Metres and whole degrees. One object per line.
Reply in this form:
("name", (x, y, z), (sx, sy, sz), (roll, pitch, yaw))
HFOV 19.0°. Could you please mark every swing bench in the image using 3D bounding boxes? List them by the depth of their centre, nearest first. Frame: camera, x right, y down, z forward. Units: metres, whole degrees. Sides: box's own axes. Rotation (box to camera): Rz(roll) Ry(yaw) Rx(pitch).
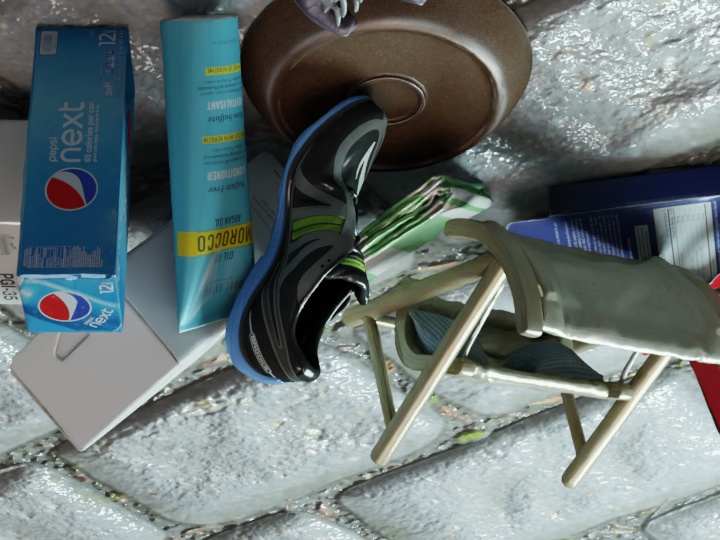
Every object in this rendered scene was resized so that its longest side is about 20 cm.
("swing bench", (0.128, 0.049, 1.543), (0.198, 0.131, 0.200), (12, 141, -34))

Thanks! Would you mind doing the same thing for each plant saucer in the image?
("plant saucer", (0.018, -0.125, 1.448), (0.198, 0.035, 0.201), (-1, 146, -1))

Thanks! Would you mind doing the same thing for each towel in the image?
("towel", (0.000, 0.000, 1.531), (0.200, 0.023, 0.152), (-37, 171, 12))

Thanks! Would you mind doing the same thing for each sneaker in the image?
("sneaker", (-0.021, -0.017, 1.422), (0.082, 0.201, 0.071), (16, 172, 31))

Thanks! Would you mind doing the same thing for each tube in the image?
("tube", (-0.100, -0.066, 1.404), (0.077, 0.202, 0.050), (-13, -166, -43))

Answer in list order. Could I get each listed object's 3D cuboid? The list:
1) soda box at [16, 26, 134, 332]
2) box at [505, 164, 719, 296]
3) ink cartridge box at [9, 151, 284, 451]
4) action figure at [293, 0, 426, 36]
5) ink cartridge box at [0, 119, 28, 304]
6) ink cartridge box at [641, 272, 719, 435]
("soda box", (-0.182, -0.060, 1.388), (0.064, 0.201, 0.068), (0, 146, -1))
("box", (0.211, -0.025, 1.597), (0.198, 0.033, 0.121), (-8, 145, 7))
("ink cartridge box", (-0.131, 0.021, 1.506), (0.085, 0.200, 0.144), (50, 134, 1))
("action figure", (0.005, -0.216, 1.260), (0.130, 0.069, 0.200), (-39, 164, -18))
("ink cartridge box", (-0.285, -0.041, 1.501), (0.198, 0.083, 0.147), (1, 156, -4))
("ink cartridge box", (0.336, 0.039, 1.604), (0.174, 0.084, 0.200), (-7, 152, -30))
